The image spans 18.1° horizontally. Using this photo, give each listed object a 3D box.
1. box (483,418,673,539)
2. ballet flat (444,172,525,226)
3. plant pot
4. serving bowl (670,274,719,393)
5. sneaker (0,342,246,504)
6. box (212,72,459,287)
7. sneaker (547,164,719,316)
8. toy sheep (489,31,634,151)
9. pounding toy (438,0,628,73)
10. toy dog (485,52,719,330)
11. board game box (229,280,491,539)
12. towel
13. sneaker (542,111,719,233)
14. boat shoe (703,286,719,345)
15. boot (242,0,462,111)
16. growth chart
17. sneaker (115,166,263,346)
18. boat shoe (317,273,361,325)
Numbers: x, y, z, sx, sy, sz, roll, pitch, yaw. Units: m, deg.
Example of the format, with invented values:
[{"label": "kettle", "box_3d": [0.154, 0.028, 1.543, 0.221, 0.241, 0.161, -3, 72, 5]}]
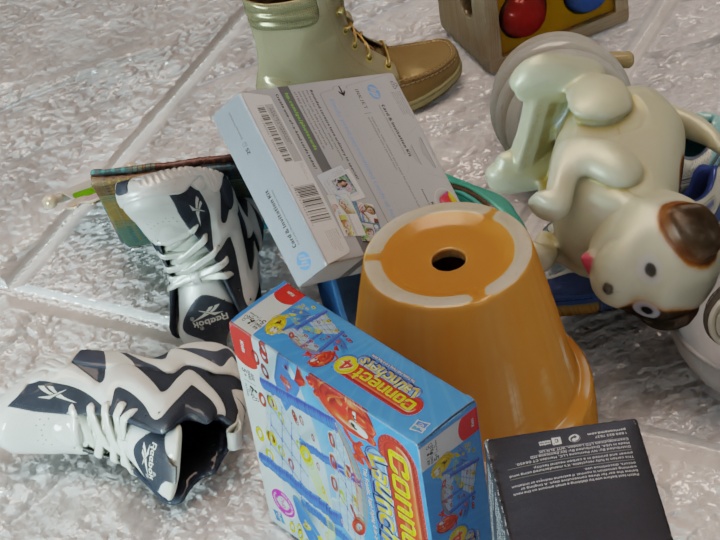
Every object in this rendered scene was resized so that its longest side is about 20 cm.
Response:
[{"label": "box", "box_3d": [0.146, 0.233, 1.432, 0.103, 0.201, 0.183, -7, 38, -1]}, {"label": "ballet flat", "box_3d": [0.081, -0.055, 1.916, 0.199, 0.068, 0.070, 25, 34, 32]}, {"label": "plant pot", "box_3d": [0.074, 0.059, 1.675, 0.198, 0.184, 0.201, -5, 38, 4]}, {"label": "serving bowl", "box_3d": [0.335, 0.045, 1.738, 0.198, 0.066, 0.201, -6, 38, 4]}, {"label": "sneaker", "box_3d": [-0.179, 0.124, 1.711, 0.197, 0.080, 0.130, -4, 29, -11]}, {"label": "box", "box_3d": [-0.010, -0.077, 1.808, 0.199, 0.041, 0.157, -14, 73, -50]}, {"label": "sneaker", "box_3d": [0.219, -0.025, 1.816, 0.199, 0.089, 0.075, -21, 11, -23]}, {"label": "toy sheep", "box_3d": [0.177, -0.140, 1.951, 0.137, 0.139, 0.200, -7, 20, 2]}, {"label": "pounding toy", "box_3d": [0.154, -0.298, 2.093, 0.183, 0.201, 0.142, -22, 41, -17]}, {"label": "toy dog", "box_3d": [0.202, -0.045, 1.721, 0.192, 0.140, 0.201, 2, 44, -24]}, {"label": "board game box", "box_3d": [0.004, 0.136, 1.580, 0.056, 0.201, 0.195, -34, 44, -28]}, {"label": "towel", "box_3d": [-0.142, -0.061, 1.878, 0.145, 0.200, 0.022, -7, 76, 1]}, {"label": "sneaker", "box_3d": [0.229, -0.074, 1.890, 0.199, 0.087, 0.078, -28, 41, -23]}, {"label": "boat shoe", "box_3d": [0.329, 0.008, 1.690, 0.199, 0.067, 0.057, -21, 24, -23]}, {"label": "boot", "box_3d": [-0.007, -0.215, 2.055, 0.198, 0.156, 0.073, -14, 38, -7]}, {"label": "growth chart", "box_3d": [-0.166, -0.081, 1.968, 0.199, 0.018, 0.145, -6, 13, 27]}, {"label": "sneaker", "box_3d": [-0.129, -0.003, 1.799, 0.079, 0.199, 0.131, -11, 76, 12]}, {"label": "boat shoe", "box_3d": [0.000, 0.000, 1.864, 0.068, 0.084, 0.201, -7, 54, -10]}]
